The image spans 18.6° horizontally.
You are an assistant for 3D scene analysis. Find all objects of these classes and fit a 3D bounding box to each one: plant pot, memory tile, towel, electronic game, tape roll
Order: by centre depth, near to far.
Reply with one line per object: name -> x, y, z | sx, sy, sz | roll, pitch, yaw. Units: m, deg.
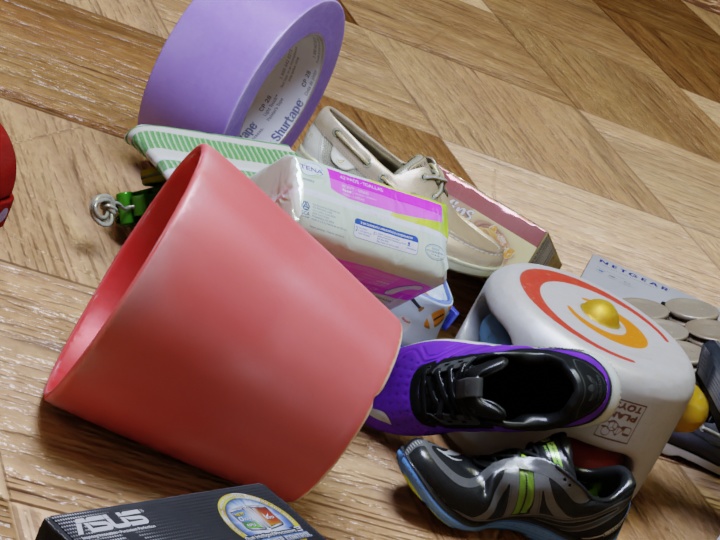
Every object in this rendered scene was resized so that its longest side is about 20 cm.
plant pot -> -0.082, 0.045, 1.433 | 0.177, 0.201, 0.201 | 32, 18, -11
towel -> -0.092, -0.069, 1.712 | 0.151, 0.024, 0.200 | 8, 18, -25
electronic game -> 0.320, 0.148, 1.761 | 0.200, 0.041, 0.201 | -25, 90, -85
memory tile -> 0.234, 0.056, 1.892 | 0.198, 0.017, 0.153 | 2, 20, -15
tape roll -> -0.102, -0.167, 1.913 | 0.085, 0.201, 0.200 | 32, 19, 15

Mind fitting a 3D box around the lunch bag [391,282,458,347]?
lunch bag -> 0.000, 0.000, 1.815 | 0.159, 0.076, 0.200 | 25, 18, -13

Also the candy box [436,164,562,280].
candy box -> 0.114, -0.027, 1.965 | 0.115, 0.056, 0.200 | 31, -2, 12

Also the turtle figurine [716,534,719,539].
turtle figurine -> 0.244, 0.205, 1.476 | 0.192, 0.202, 0.144 | 3, 13, -32

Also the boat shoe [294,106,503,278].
boat shoe -> 0.040, -0.064, 1.828 | 0.199, 0.065, 0.072 | 32, 16, 3

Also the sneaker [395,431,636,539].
sneaker -> 0.111, 0.146, 1.567 | 0.198, 0.083, 0.071 | 16, 26, -28

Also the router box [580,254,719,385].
router box -> 0.284, 0.065, 2.038 | 0.199, 0.049, 0.180 | 23, 18, 6

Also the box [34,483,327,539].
box -> -0.072, 0.193, 1.258 | 0.160, 0.045, 0.199 | 39, 22, 29

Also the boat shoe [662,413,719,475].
boat shoe -> 0.305, 0.132, 1.894 | 0.199, 0.063, 0.073 | 19, 20, -24

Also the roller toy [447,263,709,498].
roller toy -> 0.161, 0.085, 1.704 | 0.199, 0.141, 0.182 | 34, 20, 17

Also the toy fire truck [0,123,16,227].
toy fire truck -> -0.303, -0.116, 1.509 | 0.175, 0.201, 0.129 | 31, 20, 13

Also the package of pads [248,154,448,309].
package of pads -> -0.047, -0.007, 1.590 | 0.154, 0.199, 0.069 | 16, 62, -37

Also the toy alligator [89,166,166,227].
toy alligator -> -0.169, -0.050, 1.755 | 0.054, 0.060, 0.199 | -11, -1, 32

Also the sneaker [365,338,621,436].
sneaker -> 0.080, 0.083, 1.576 | 0.198, 0.070, 0.099 | -4, -2, 18
